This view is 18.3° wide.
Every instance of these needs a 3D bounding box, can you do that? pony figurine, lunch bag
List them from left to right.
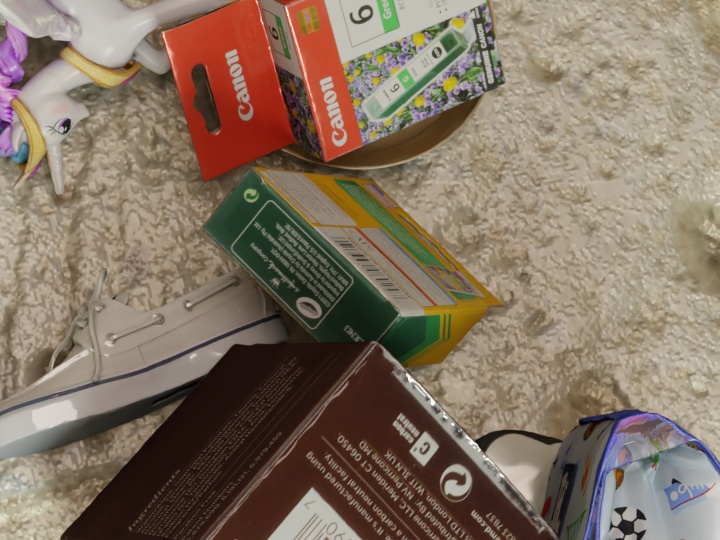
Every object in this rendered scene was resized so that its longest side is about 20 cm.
[{"bbox_3d":[-0.183,-0.171,1.372,0.200,0.166,0.193,-40,109,-7],"label":"pony figurine"},{"bbox_3d":[0.165,0.176,1.246,0.123,0.170,0.201,-17,87,-6],"label":"lunch bag"}]

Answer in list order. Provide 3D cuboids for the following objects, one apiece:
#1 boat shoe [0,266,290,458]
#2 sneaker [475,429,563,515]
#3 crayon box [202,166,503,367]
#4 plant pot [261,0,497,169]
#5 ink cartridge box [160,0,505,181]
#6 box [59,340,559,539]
[{"bbox_3d":[-0.146,0.043,1.348,0.201,0.075,0.086,-23,79,-20],"label":"boat shoe"},{"bbox_3d":[0.158,0.151,1.373,0.199,0.080,0.074,27,71,-1],"label":"sneaker"},{"bbox_3d":[0.000,0.000,1.347,0.126,0.200,0.052,44,105,15],"label":"crayon box"},{"bbox_3d":[-0.010,-0.156,1.465,0.199,0.027,0.201,4,71,-11],"label":"plant pot"},{"bbox_3d":[-0.014,-0.132,1.386,0.199,0.050,0.109,-25,118,-18],"label":"ink cartridge box"},{"bbox_3d":[-0.032,0.152,1.245,0.166,0.200,0.164,47,70,-17],"label":"box"}]
